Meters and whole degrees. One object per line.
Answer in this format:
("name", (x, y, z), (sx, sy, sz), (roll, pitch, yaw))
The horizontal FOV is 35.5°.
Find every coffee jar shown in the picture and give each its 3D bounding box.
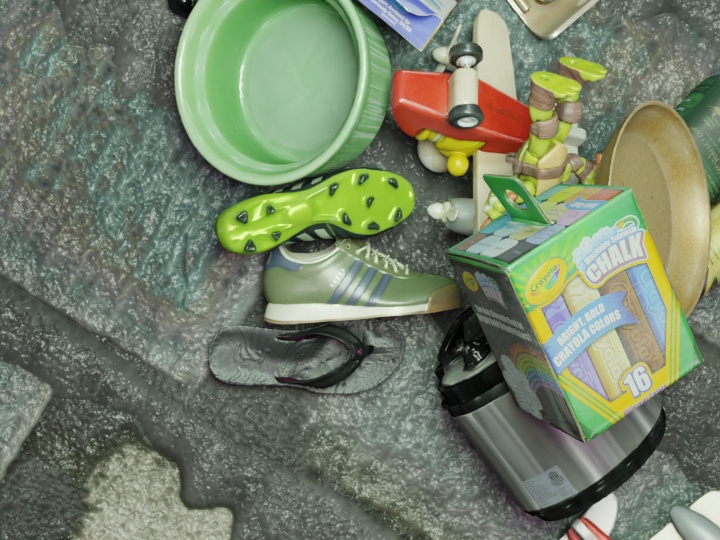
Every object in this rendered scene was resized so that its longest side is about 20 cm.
("coffee jar", (0.312, -0.095, 1.122), (0.199, 0.085, 0.105), (-39, 100, -4))

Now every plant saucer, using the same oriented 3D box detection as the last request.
("plant saucer", (0.259, -0.049, 1.014), (0.198, 0.035, 0.204), (3, 85, -49))

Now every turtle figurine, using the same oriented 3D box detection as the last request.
("turtle figurine", (0.170, -0.103, 0.992), (0.198, 0.064, 0.164), (-19, 132, -35))

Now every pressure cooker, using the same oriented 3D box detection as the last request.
("pressure cooker", (0.172, 0.109, 1.065), (0.175, 0.179, 0.201), (-38, 93, -1))

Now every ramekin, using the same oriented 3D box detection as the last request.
("ramekin", (-0.067, -0.180, 1.055), (0.197, 0.097, 0.204), (1, 92, 23))

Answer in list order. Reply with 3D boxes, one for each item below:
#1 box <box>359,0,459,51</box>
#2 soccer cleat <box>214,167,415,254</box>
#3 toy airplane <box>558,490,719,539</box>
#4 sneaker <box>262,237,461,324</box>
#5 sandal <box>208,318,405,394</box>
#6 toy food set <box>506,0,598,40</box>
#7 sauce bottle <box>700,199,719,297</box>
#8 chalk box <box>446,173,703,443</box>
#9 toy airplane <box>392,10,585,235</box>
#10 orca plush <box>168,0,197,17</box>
("box", (0.035, -0.272, 1.050), (0.118, 0.200, 0.042), (38, 120, -4))
("soccer cleat", (-0.045, -0.059, 1.073), (0.197, 0.081, 0.069), (-12, 102, -19))
("toy airplane", (0.274, 0.315, 1.091), (0.195, 0.141, 0.204), (2, 90, -4))
("sneaker", (0.000, 0.000, 1.106), (0.196, 0.067, 0.092), (-4, 94, -2))
("sandal", (-0.052, 0.087, 1.112), (0.196, 0.048, 0.077), (-3, 90, -4))
("toy food set", (0.181, -0.352, 1.125), (0.143, 0.060, 0.201), (-39, 93, -3))
("sauce bottle", (0.339, -0.010, 1.137), (0.199, 0.066, 0.066), (-39, 93, -1))
("chalk box", (0.160, 0.008, 0.896), (0.123, 0.124, 0.202), (-29, 105, -13))
("toy airplane", (0.119, -0.132, 1.090), (0.200, 0.140, 0.201), (-43, 105, -41))
("orca plush", (-0.146, -0.299, 1.094), (0.197, 0.071, 0.107), (18, 89, -4))
